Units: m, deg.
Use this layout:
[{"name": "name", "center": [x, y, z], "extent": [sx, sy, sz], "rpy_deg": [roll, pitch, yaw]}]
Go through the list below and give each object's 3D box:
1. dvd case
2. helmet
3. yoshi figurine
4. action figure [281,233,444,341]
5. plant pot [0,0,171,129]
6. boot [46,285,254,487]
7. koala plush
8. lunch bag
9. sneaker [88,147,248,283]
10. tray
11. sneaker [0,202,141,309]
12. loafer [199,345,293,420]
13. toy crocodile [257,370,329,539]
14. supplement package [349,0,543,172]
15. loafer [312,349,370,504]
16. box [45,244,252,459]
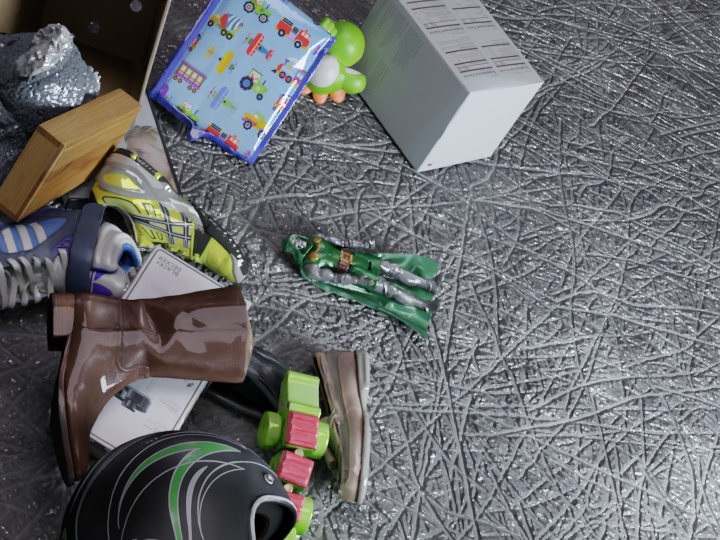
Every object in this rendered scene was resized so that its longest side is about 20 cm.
[{"name": "dvd case", "center": [-0.292, -0.150, 1.582], "extent": [0.142, 0.018, 0.201], "rpy_deg": [0, 52, -32]}, {"name": "helmet", "center": [-0.159, 0.233, 1.194], "extent": [0.199, 0.200, 0.192], "rpy_deg": [21, 50, -14]}, {"name": "yoshi figurine", "center": [-0.077, -0.301, 1.795], "extent": [0.199, 0.112, 0.113], "rpy_deg": [21, 37, -20]}, {"name": "action figure", "center": [0.000, 0.000, 1.611], "extent": [0.198, 0.055, 0.119], "rpy_deg": [18, 47, -12]}, {"name": "plant pot", "center": [-0.313, -0.303, 1.567], "extent": [0.198, 0.201, 0.177], "rpy_deg": [18, 19, -5]}, {"name": "boot", "center": [-0.185, 0.103, 1.271], "extent": [0.198, 0.064, 0.188], "rpy_deg": [1, 73, -21]}, {"name": "koala plush", "center": [-0.361, -0.169, 1.395], "extent": [0.199, 0.178, 0.185], "rpy_deg": [-31, 75, -7]}, {"name": "lunch bag", "center": [-0.149, -0.239, 1.664], "extent": [0.150, 0.094, 0.201], "rpy_deg": [35, 76, -14]}, {"name": "sneaker", "center": [-0.211, -0.047, 1.514], "extent": [0.200, 0.075, 0.077], "rpy_deg": [39, 80, -9]}, {"name": "tray", "center": [-0.298, -0.122, 1.419], "extent": [0.037, 0.099, 0.200], "rpy_deg": [38, 22, 1]}, {"name": "sneaker", "center": [-0.307, 0.002, 1.356], "extent": [0.145, 0.081, 0.200], "rpy_deg": [19, 32, 21]}, {"name": "loafer", "center": [-0.156, 0.094, 1.408], "extent": [0.199, 0.068, 0.071], "rpy_deg": [28, 33, -13]}, {"name": "toy crocodile", "center": [-0.070, 0.195, 1.358], "extent": [0.067, 0.062, 0.202], "rpy_deg": [19, 63, -18]}, {"name": "supplement package", "center": [0.106, -0.265, 1.842], "extent": [0.150, 0.152, 0.201], "rpy_deg": [-15, 61, -41]}, {"name": "loafer", "center": [-0.023, 0.162, 1.444], "extent": [0.062, 0.072, 0.201], "rpy_deg": [7, 40, -5]}, {"name": "box", "center": [-0.205, 0.091, 1.332], "extent": [0.116, 0.060, 0.201], "rpy_deg": [30, 65, -5]}]
